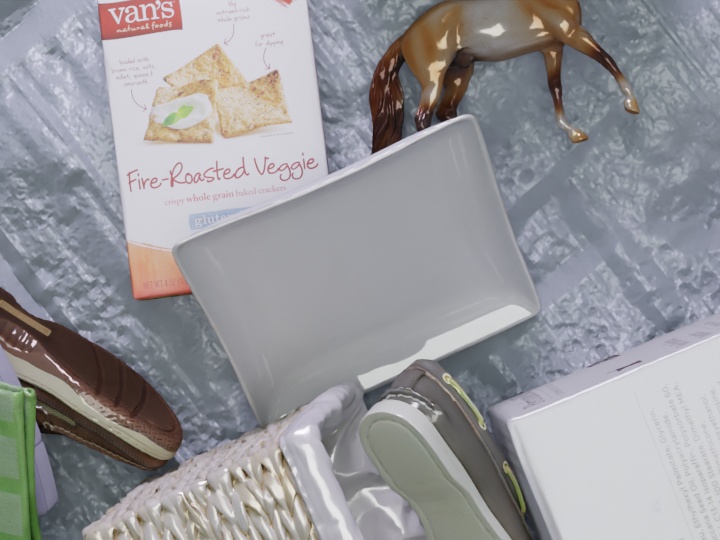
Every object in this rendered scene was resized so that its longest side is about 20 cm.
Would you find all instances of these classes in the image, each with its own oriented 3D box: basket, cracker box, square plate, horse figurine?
[{"bbox_3d":[-0.043,0.196,1.569,0.160,0.198,0.201,-25,92,10],"label":"basket"},{"bbox_3d":[-0.090,-0.088,1.639,0.133,0.058,0.201,-8,90,-2],"label":"cracker box"},{"bbox_3d":[0.000,0.000,1.599,0.197,0.200,0.029,-23,49,0],"label":"square plate"},{"bbox_3d":[0.086,-0.134,1.642,0.199,0.050,0.133,-19,78,5],"label":"horse figurine"}]

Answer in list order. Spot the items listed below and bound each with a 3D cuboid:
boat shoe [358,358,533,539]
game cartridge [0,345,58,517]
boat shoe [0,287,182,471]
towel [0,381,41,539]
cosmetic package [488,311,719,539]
[{"bbox_3d":[0.070,0.144,1.584,0.202,0.072,0.060,59,45,-26],"label":"boat shoe"},{"bbox_3d":[-0.273,0.077,1.606,0.133,0.040,0.201,-24,99,31],"label":"game cartridge"},{"bbox_3d":[-0.209,0.074,1.638,0.202,0.075,0.075,35,109,5],"label":"boat shoe"},{"bbox_3d":[-0.284,0.114,1.595,0.199,0.031,0.150,12,119,22],"label":"towel"},{"bbox_3d":[0.202,0.127,1.591,0.199,0.165,0.166,-21,90,-2],"label":"cosmetic package"}]
